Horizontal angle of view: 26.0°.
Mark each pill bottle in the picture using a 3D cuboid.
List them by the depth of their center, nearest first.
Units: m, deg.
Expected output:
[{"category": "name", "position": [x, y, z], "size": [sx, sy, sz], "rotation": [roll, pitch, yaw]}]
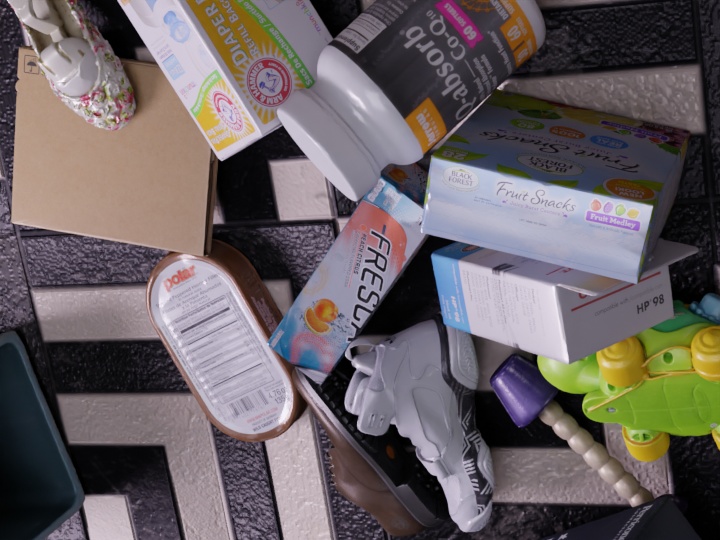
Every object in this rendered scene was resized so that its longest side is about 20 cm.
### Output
[{"category": "pill bottle", "position": [0.038, -0.155, 1.204], "size": [0.200, 0.116, 0.117], "rotation": [-43, 93, -5]}]

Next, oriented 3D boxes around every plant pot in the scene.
[{"category": "plant pot", "position": [-0.431, 0.197, 1.529], "size": [0.198, 0.196, 0.198], "rotation": [-10, 108, 32]}]

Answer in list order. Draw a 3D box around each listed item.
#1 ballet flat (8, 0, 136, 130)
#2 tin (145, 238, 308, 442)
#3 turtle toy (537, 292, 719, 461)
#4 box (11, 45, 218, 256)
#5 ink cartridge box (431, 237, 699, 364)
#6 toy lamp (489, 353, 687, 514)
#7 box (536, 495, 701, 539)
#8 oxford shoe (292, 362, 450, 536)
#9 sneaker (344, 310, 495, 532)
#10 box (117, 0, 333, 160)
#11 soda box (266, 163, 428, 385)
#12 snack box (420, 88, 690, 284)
[{"category": "ballet flat", "position": [-0.269, -0.208, 1.356], "size": [0.075, 0.064, 0.201], "rotation": [-32, 88, 21]}, {"category": "tin", "position": [-0.122, 0.066, 1.444], "size": [0.111, 0.042, 0.201], "rotation": [-26, 100, 23]}, {"category": "turtle toy", "position": [0.240, 0.077, 1.273], "size": [0.197, 0.102, 0.146], "rotation": [-4, 139, 21]}, {"category": "box", "position": [-0.222, -0.108, 1.403], "size": [0.197, 0.021, 0.166], "rotation": [10, 103, 16]}, {"category": "ink cartridge box", "position": [0.161, 0.014, 1.219], "size": [0.199, 0.115, 0.068], "rotation": [17, 122, 55]}, {"category": "toy lamp", "position": [0.194, 0.151, 1.348], "size": [0.200, 0.058, 0.058], "rotation": [42, 119, 0]}, {"category": "box", "position": [0.181, 0.311, 1.305], "size": [0.118, 0.196, 0.200], "rotation": [52, 142, -4]}, {"category": "oxford shoe", "position": [-0.007, 0.165, 1.420], "size": [0.084, 0.073, 0.201], "rotation": [-32, 97, 31]}, {"category": "sneaker", "position": [0.050, 0.140, 1.365], "size": [0.113, 0.075, 0.203], "rotation": [-11, 104, -9]}, {"category": "box", "position": [-0.113, -0.207, 1.269], "size": [0.201, 0.101, 0.112], "rotation": [58, 156, -9]}, {"category": "soda box", "position": [0.000, 0.000, 1.351], "size": [0.063, 0.068, 0.201], "rotation": [36, 117, 4]}, {"category": "snack box", "position": [0.154, -0.070, 1.194], "size": [0.167, 0.200, 0.068], "rotation": [13, 115, 14]}]
